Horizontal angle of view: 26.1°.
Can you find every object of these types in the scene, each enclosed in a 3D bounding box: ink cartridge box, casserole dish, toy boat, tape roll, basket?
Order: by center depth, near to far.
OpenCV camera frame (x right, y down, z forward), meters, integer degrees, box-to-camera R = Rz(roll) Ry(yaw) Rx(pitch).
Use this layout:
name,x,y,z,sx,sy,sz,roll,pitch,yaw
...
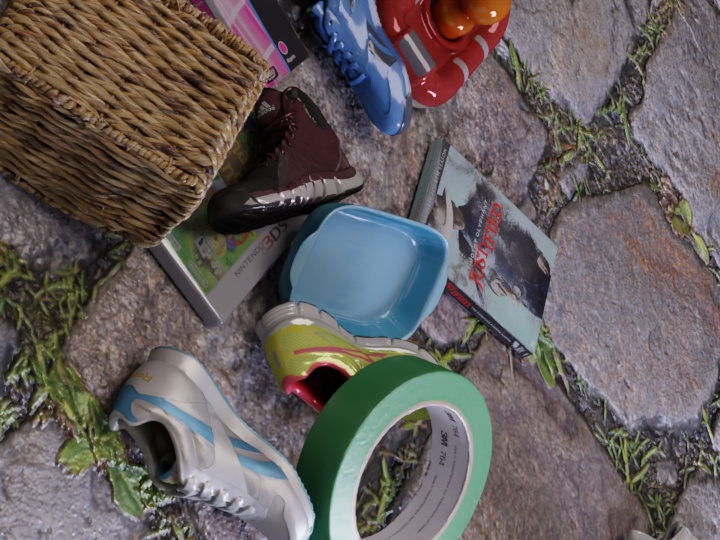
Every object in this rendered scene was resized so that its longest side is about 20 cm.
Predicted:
name,x,y,z,sx,sy,sz,roll,pitch,yaw
basket,-0.196,-0.133,1.196,0.200,0.143,0.149,32,55,-14
tape roll,0.030,0.174,1.332,0.200,0.048,0.201,-19,118,-40
ink cartridge box,-0.125,-0.257,1.403,0.200,0.037,0.095,57,35,-12
casserole dish,0.000,0.000,1.406,0.200,0.039,0.121,15,102,-46
toy boat,0.099,-0.262,1.580,0.131,0.131,0.200,56,44,-17

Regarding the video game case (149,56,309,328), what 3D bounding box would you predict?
name,x,y,z,sx,sy,sz,roll,pitch,yaw
video game case,-0.136,-0.081,1.340,0.200,0.022,0.182,55,43,-17

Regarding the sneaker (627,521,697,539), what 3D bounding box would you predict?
name,x,y,z,sx,sy,sz,roll,pitch,yaw
sneaker,0.363,0.319,1.694,0.200,0.075,0.089,16,53,-42

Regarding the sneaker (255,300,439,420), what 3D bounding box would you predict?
name,x,y,z,sx,sy,sz,roll,pitch,yaw
sneaker,-0.004,0.103,1.356,0.200,0.078,0.090,21,36,-29

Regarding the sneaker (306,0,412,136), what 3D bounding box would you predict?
name,x,y,z,sx,sy,sz,roll,pitch,yaw
sneaker,-0.014,-0.220,1.500,0.078,0.066,0.200,-19,89,-37

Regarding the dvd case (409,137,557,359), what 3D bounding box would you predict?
name,x,y,z,sx,sy,sz,roll,pitch,yaw
dvd case,0.126,-0.022,1.600,0.200,0.022,0.146,40,50,-29

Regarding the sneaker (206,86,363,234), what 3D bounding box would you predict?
name,x,y,z,sx,sy,sz,roll,pitch,yaw
sneaker,-0.083,-0.101,1.345,0.200,0.076,0.116,-17,84,-59

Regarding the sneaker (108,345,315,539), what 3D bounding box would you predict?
name,x,y,z,sx,sy,sz,roll,pitch,yaw
sneaker,-0.119,0.157,1.238,0.200,0.076,0.081,48,54,-15
